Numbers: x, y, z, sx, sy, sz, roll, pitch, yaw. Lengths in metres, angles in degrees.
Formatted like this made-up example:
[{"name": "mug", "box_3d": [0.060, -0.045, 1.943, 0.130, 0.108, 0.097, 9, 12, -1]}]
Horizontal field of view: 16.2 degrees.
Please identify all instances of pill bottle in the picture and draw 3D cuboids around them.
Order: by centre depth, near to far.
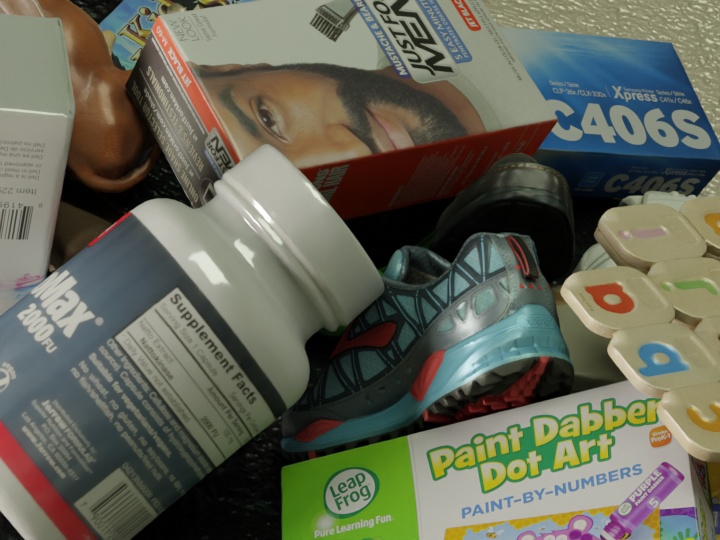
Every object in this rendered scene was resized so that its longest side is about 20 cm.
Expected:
[{"name": "pill bottle", "box_3d": [-0.093, 0.037, 1.169, 0.200, 0.120, 0.120, -39, 59, -7]}]

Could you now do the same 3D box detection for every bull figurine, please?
[{"name": "bull figurine", "box_3d": [-0.170, -0.130, 1.351, 0.121, 0.065, 0.200, -39, 88, -33]}]

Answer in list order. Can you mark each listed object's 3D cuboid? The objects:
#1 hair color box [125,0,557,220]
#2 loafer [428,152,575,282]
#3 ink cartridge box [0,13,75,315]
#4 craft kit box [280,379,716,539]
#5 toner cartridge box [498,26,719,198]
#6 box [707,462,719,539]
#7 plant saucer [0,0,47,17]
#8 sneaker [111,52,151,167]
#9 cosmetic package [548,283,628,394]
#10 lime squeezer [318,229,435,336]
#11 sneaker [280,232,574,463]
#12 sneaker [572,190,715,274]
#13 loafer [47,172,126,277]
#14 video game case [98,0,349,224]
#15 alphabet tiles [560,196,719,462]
[{"name": "hair color box", "box_3d": [-0.009, -0.089, 1.331, 0.200, 0.064, 0.111, -14, 62, -33]}, {"name": "loafer", "box_3d": [0.073, -0.028, 1.307, 0.073, 0.200, 0.072, 12, 74, -4]}, {"name": "ink cartridge box", "box_3d": [-0.222, -0.023, 1.197, 0.145, 0.200, 0.088, 3, 38, -15]}, {"name": "craft kit box", "box_3d": [0.063, 0.154, 1.115, 0.200, 0.049, 0.198, -16, 46, 15]}, {"name": "toner cartridge box", "box_3d": [0.112, -0.093, 1.480, 0.200, 0.043, 0.095, 1, 52, -33]}, {"name": "box", "box_3d": [0.157, 0.127, 1.185, 0.070, 0.064, 0.200, 23, 76, 5]}, {"name": "plant saucer", "box_3d": [-0.247, -0.084, 1.291, 0.200, 0.201, 0.032, 16, 6, -2]}, {"name": "sneaker", "box_3d": [-0.199, -0.117, 1.420, 0.200, 0.082, 0.070, 46, 56, -2]}, {"name": "cosmetic package", "box_3d": [0.150, 0.076, 1.292, 0.199, 0.105, 0.071, 12, 38, -9]}, {"name": "lime squeezer", "box_3d": [0.000, 0.000, 1.358, 0.038, 0.071, 0.200, 19, 8, 21]}, {"name": "sneaker", "box_3d": [0.031, 0.039, 1.223, 0.079, 0.200, 0.096, 9, 66, -37]}, {"name": "sneaker", "box_3d": [0.199, -0.021, 1.443, 0.099, 0.078, 0.200, 38, 43, 28]}, {"name": "loafer", "box_3d": [-0.116, 0.004, 1.302, 0.073, 0.071, 0.200, -24, 54, -38]}, {"name": "video game case", "box_3d": [-0.049, -0.126, 1.497, 0.181, 0.046, 0.200, 25, 40, 10]}, {"name": "alphabet tiles", "box_3d": [0.196, 0.036, 1.162, 0.195, 0.015, 0.200, -7, 45, -34]}]
